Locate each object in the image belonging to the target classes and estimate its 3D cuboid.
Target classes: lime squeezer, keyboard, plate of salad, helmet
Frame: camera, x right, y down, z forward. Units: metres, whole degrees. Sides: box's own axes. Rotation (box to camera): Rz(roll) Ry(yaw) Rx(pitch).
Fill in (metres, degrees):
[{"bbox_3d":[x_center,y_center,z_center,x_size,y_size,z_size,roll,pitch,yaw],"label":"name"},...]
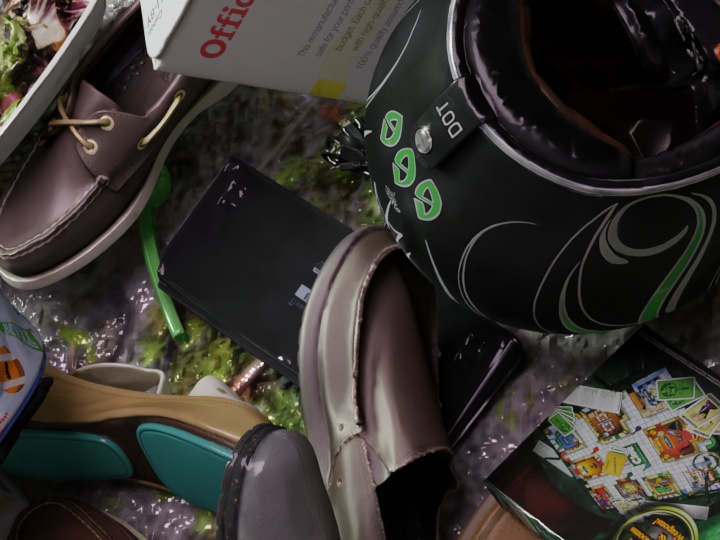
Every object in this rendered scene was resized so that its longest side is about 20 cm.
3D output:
[{"bbox_3d":[-0.094,-0.056,1.525,0.071,0.038,0.200,17,65,0],"label":"lime squeezer"},{"bbox_3d":[0.000,0.000,1.432,0.200,0.021,0.127,33,86,32],"label":"keyboard"},{"bbox_3d":[-0.194,-0.097,1.529,0.200,0.048,0.200,-48,15,17],"label":"plate of salad"},{"bbox_3d":[0.100,-0.064,1.314,0.200,0.191,0.200,2,68,-6],"label":"helmet"}]

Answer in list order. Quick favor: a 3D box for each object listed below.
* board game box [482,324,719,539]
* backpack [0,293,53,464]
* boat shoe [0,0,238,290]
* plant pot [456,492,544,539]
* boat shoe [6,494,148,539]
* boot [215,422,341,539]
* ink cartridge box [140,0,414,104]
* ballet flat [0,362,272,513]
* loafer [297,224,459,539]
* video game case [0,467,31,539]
[{"bbox_3d":[0.147,0.102,1.245,0.105,0.023,0.200,-41,40,-11],"label":"board game box"},{"bbox_3d":[-0.241,0.059,1.394,0.190,0.154,0.200,9,65,54],"label":"backpack"},{"bbox_3d":[-0.122,-0.080,1.482,0.072,0.060,0.200,36,81,33],"label":"boat shoe"},{"bbox_3d":[0.117,0.145,1.285,0.200,0.027,0.200,-13,56,20],"label":"plant pot"},{"bbox_3d":[-0.113,0.167,1.359,0.075,0.075,0.202,-41,51,-1],"label":"boat shoe"},{"bbox_3d":[0.019,0.157,1.243,0.132,0.200,0.070,1,25,32],"label":"boot"},{"bbox_3d":[0.012,-0.155,1.390,0.145,0.200,0.083,-56,37,42],"label":"ink cartridge box"},{"bbox_3d":[-0.095,0.073,1.419,0.200,0.069,0.063,8,51,30],"label":"ballet flat"},{"bbox_3d":[0.018,0.077,1.334,0.071,0.073,0.200,-7,76,38],"label":"loafer"},{"bbox_3d":[-0.282,0.137,1.500,0.200,0.023,0.182,-44,51,-4],"label":"video game case"}]
